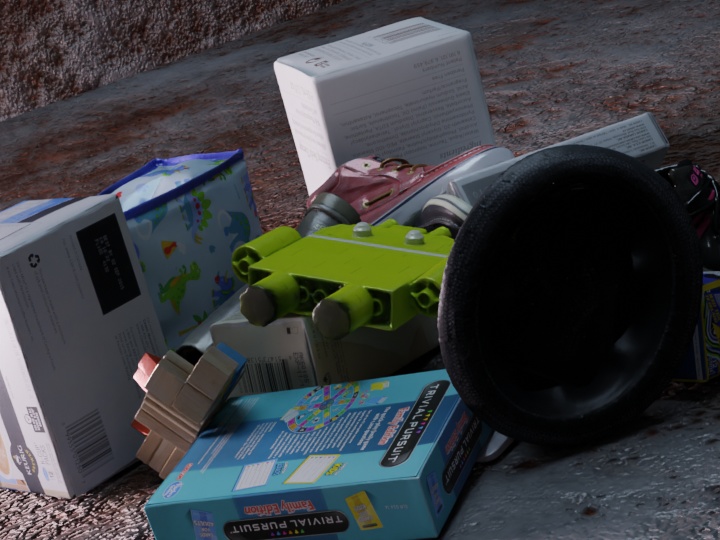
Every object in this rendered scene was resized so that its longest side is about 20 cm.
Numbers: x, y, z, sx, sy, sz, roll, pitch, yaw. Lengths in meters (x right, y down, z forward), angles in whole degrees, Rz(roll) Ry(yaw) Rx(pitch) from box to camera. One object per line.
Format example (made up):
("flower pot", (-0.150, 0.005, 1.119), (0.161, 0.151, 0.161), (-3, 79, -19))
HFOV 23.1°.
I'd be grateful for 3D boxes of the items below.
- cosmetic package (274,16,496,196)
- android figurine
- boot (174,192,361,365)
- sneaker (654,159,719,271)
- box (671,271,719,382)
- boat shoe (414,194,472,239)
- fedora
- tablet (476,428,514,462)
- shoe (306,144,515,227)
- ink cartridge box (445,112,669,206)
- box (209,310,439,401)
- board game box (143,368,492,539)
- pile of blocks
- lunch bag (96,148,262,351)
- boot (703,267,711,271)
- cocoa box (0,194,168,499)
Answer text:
("cosmetic package", (0.032, -0.126, 1.740), (0.166, 0.201, 0.167), (-18, 16, -11))
("android figurine", (0.000, 0.000, 1.313), (0.181, 0.041, 0.200), (10, 22, 29))
("boot", (-0.079, 0.045, 1.486), (0.072, 0.182, 0.200), (26, 60, 14))
("sneaker", (0.262, -0.041, 1.382), (0.199, 0.084, 0.077), (13, 24, 1))
("box", (0.178, 0.038, 1.273), (0.199, 0.070, 0.064), (0, 11, 43))
("boat shoe", (0.062, -0.011, 1.488), (0.062, 0.074, 0.200), (-55, 7, -21))
("fedora", (0.132, 0.013, 1.188), (0.200, 0.202, 0.092), (-18, 13, -8))
("tablet", (0.039, 0.107, 1.288), (0.199, 0.014, 0.130), (-4, 19, 35))
("shoe", (0.041, -0.076, 1.594), (0.200, 0.091, 0.071), (-34, -27, 18))
("ink cartridge box", (0.165, -0.055, 1.590), (0.199, 0.044, 0.174), (-19, -24, -14))
("box", (-0.018, 0.047, 1.382), (0.095, 0.078, 0.200), (-5, 12, 35))
("board game box", (-0.024, 0.129, 1.187), (0.199, 0.047, 0.151), (-9, 22, 24))
("pile of blocks", (-0.127, 0.081, 1.254), (0.082, 0.062, 0.200), (-55, -1, -26))
("lunch bag", (-0.172, 0.007, 1.535), (0.127, 0.171, 0.200), (-6, 20, 29))
("boot", (0.215, -0.013, 1.325), (0.199, 0.097, 0.075), (7, 27, 21))
("cocoa box", (-0.244, 0.057, 1.377), (0.131, 0.201, 0.133), (0, 22, 44))
